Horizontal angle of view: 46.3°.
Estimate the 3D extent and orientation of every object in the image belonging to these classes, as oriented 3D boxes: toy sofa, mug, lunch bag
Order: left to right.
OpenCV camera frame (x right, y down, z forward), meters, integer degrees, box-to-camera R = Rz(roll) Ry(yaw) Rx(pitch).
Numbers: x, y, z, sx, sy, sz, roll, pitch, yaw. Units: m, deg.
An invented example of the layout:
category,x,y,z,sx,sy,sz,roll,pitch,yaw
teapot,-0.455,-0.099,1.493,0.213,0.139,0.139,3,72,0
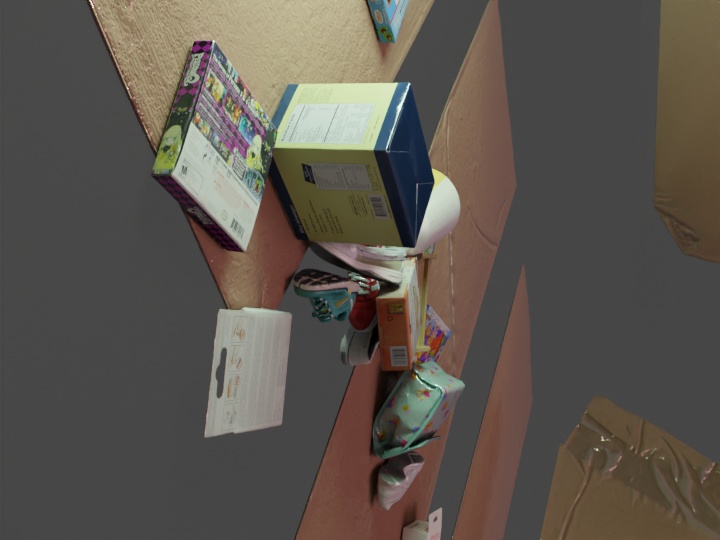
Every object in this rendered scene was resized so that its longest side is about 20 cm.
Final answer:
category,x,y,z,sx,sy,sz,roll,pitch,yaw
mug,0.084,-0.112,1.617,0.153,0.184,0.151,-44,163,-55
toy sofa,0.090,0.060,1.677,0.082,0.096,0.206,3,91,-62
lunch bag,0.114,0.302,1.749,0.203,0.121,0.170,-61,159,8

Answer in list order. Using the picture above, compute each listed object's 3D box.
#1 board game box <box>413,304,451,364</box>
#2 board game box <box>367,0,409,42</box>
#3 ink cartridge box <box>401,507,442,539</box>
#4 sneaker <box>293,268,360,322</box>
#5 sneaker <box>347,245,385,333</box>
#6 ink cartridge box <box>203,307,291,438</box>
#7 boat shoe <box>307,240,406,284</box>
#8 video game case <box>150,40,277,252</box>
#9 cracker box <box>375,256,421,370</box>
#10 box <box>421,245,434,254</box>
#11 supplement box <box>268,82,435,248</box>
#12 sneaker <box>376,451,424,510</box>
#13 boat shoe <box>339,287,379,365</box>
category,x,y,z,sx,sy,sz,roll,pitch,yaw
board game box,0.130,0.159,1.835,0.137,0.044,0.200,-63,154,-10
board game box,0.045,-0.545,1.528,0.202,0.036,0.154,67,34,-51
ink cartridge box,0.139,0.662,1.979,0.116,0.066,0.205,17,80,-68
sneaker,-0.051,0.045,1.360,0.199,0.076,0.082,19,85,-68
sneaker,0.000,0.000,1.479,0.113,0.069,0.205,58,34,-63
ink cartridge box,-0.162,0.133,1.132,0.199,0.049,0.165,10,85,-65
boat shoe,-0.002,-0.031,1.390,0.199,0.074,0.066,21,83,-37
video game case,-0.173,-0.148,1.048,0.200,0.035,0.185,52,47,-60
cracker box,0.072,0.073,1.510,0.201,0.056,0.137,-68,154,-67
box,0.119,-0.040,1.822,0.137,0.037,0.204,59,40,-56
supplement box,-0.014,-0.153,1.236,0.202,0.195,0.136,69,33,-48
sneaker,0.078,0.440,1.795,0.199,0.069,0.082,-20,128,-64
boat shoe,0.024,0.108,1.571,0.202,0.064,0.075,-62,149,-45
